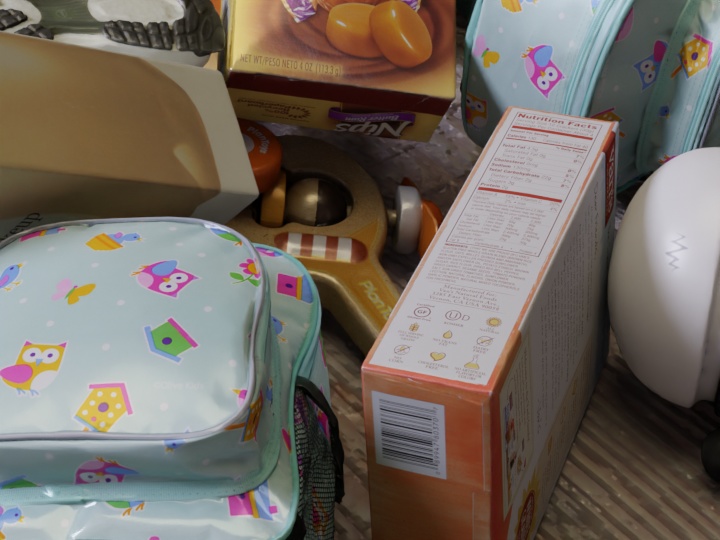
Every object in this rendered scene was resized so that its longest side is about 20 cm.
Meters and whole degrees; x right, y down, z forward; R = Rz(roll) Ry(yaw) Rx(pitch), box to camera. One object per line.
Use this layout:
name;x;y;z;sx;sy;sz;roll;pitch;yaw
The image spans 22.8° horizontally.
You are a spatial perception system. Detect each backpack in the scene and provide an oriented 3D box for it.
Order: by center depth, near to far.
backpack;-0.095;0.063;0.737;0.174;0.154;0.200;-3;28;7
backpack;0.152;-0.126;0.933;0.199;0.177;0.153;-24;51;-35

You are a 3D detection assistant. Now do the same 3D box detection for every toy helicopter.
toy helicopter;0.000;0.000;0.895;0.131;0.079;0.200;-13;48;-29

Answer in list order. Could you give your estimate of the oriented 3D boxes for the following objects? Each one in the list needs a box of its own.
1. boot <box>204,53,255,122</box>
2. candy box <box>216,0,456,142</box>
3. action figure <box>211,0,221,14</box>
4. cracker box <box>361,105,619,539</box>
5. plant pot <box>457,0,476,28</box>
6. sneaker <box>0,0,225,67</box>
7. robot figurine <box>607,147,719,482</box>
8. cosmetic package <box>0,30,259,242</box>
boot;-0.175;-0.096;0.971;0.199;0.066;0.176;-28;59;-2
candy box;-0.011;-0.174;0.923;0.116;0.057;0.202;6;67;-12
action figure;-0.066;-0.171;1.007;0.199;0.195;0.104;24;15;40
cracker box;0.061;0.038;0.770;0.057;0.135;0.200;10;38;19
plant pot;0.144;-0.242;1.108;0.195;0.201;0.200;-32;45;-21
sneaker;-0.165;-0.090;0.848;0.198;0.089;0.077;-2;46;-25
robot figurine;0.211;0.014;0.800;0.198;0.126;0.151;10;37;10
cosmetic package;-0.154;-0.047;0.786;0.199;0.105;0.072;3;61;-47
